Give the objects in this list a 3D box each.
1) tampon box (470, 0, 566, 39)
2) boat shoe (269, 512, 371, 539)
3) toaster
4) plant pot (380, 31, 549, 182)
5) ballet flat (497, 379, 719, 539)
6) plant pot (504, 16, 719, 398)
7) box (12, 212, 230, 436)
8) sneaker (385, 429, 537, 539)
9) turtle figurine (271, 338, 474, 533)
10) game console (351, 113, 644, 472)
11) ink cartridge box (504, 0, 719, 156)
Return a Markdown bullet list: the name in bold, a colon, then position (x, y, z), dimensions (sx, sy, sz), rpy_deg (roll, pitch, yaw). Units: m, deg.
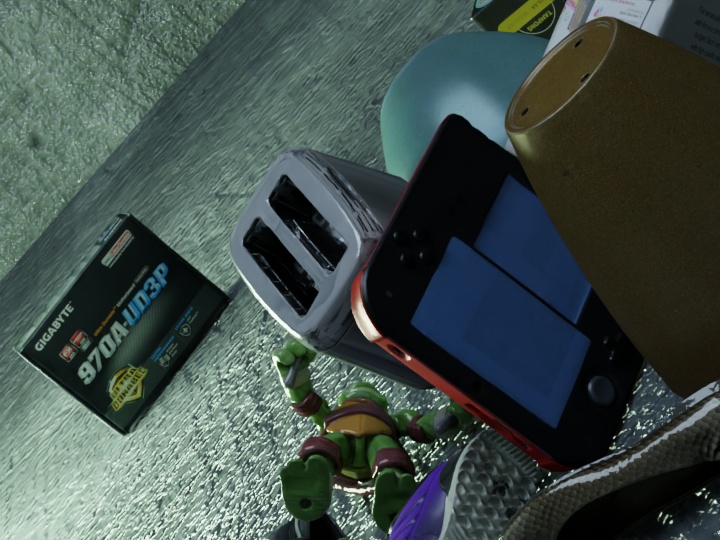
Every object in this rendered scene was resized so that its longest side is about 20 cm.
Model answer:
- **tampon box**: position (0.203, -0.280, 1.596), dimensions (0.150, 0.126, 0.200), rpy_deg (-39, 21, 31)
- **boat shoe**: position (-0.023, 0.209, 1.248), dimensions (0.063, 0.073, 0.200), rpy_deg (-55, 14, -7)
- **toaster**: position (0.000, 0.000, 1.201), dimensions (0.114, 0.129, 0.200), rpy_deg (-57, 43, 16)
- **plant pot**: position (0.094, -0.104, 1.335), dimensions (0.200, 0.135, 0.200), rpy_deg (-38, -25, -21)
- **ballet flat**: position (0.158, 0.131, 1.012), dimensions (0.200, 0.067, 0.047), rpy_deg (-38, 53, 24)
- **plant pot**: position (0.190, -0.056, 1.068), dimensions (0.186, 0.200, 0.187), rpy_deg (-42, 19, 18)
- **box**: position (-0.268, 0.060, 1.975), dimensions (0.200, 0.159, 0.046), rpy_deg (-52, 20, -11)
- **sneaker**: position (0.041, 0.199, 1.136), dimensions (0.200, 0.070, 0.099), rpy_deg (-56, 12, -30)
- **turtle figurine**: position (0.007, 0.093, 1.285), dimensions (0.200, 0.144, 0.194), rpy_deg (-46, 14, 21)
- **game console**: position (0.101, 0.016, 1.133), dimensions (0.031, 0.200, 0.177), rpy_deg (-32, 24, 58)
- **ink cartridge box**: position (0.202, -0.151, 1.202), dimensions (0.084, 0.145, 0.201), rpy_deg (29, 102, 34)
